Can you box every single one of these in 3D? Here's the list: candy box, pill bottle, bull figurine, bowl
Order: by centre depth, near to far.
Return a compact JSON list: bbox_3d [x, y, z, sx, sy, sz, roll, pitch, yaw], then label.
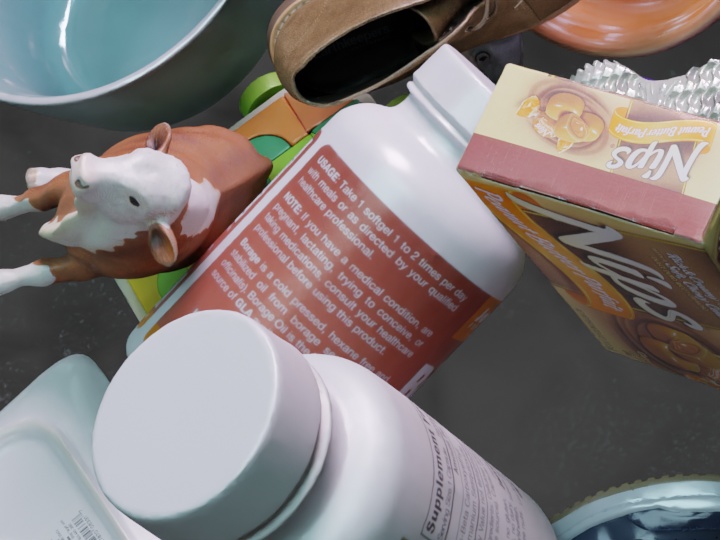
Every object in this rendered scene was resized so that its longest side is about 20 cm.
[{"bbox_3d":[-0.013,0.099,1.179,0.114,0.200,0.114,-19,53,27],"label":"pill bottle"},{"bbox_3d":[0.132,-0.009,1.240,0.115,0.200,0.055,18,74,30],"label":"candy box"},{"bbox_3d":[0.000,0.000,1.304,0.200,0.112,0.112,-46,56,7],"label":"pill bottle"},{"bbox_3d":[-0.107,-0.028,1.327,0.121,0.200,0.065,-11,91,18],"label":"bull figurine"},{"bbox_3d":[-0.117,-0.149,1.478,0.201,0.105,0.201,-10,61,19],"label":"bowl"}]

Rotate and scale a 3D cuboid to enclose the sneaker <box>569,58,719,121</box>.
[{"bbox_3d":[0.157,-0.045,1.322,0.200,0.099,0.070,-1,59,58],"label":"sneaker"}]

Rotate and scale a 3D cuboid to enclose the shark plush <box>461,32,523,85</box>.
[{"bbox_3d":[0.062,-0.185,1.393,0.083,0.091,0.200,20,96,18],"label":"shark plush"}]

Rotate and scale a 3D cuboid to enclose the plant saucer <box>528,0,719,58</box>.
[{"bbox_3d":[0.119,-0.201,1.382,0.200,0.037,0.200,15,114,37],"label":"plant saucer"}]

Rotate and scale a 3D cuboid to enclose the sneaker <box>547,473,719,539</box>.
[{"bbox_3d":[0.090,0.163,1.250,0.200,0.070,0.109,-21,54,22],"label":"sneaker"}]

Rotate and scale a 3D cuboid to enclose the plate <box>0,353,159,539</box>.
[{"bbox_3d":[-0.159,0.157,1.291,0.200,0.032,0.200,-39,55,2],"label":"plate"}]

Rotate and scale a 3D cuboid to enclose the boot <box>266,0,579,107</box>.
[{"bbox_3d":[0.053,-0.128,1.333,0.200,0.074,0.075,-28,18,4],"label":"boot"}]

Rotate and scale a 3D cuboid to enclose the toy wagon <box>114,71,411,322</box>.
[{"bbox_3d":[-0.022,-0.030,1.416,0.200,0.040,0.155,-36,57,4],"label":"toy wagon"}]
